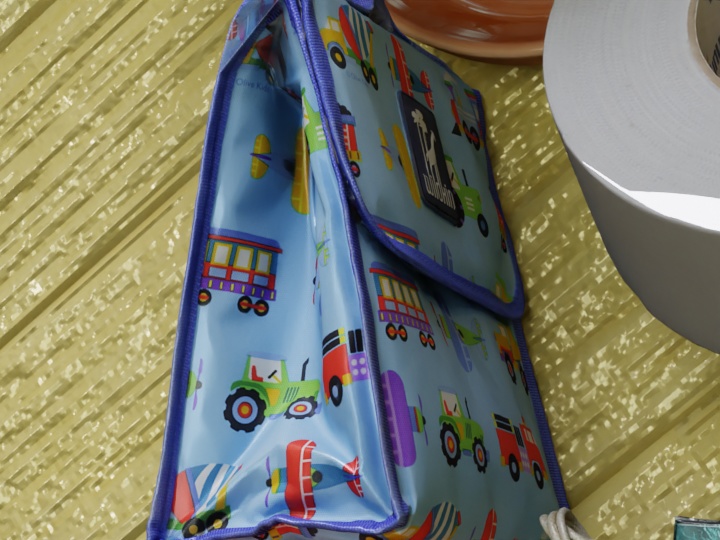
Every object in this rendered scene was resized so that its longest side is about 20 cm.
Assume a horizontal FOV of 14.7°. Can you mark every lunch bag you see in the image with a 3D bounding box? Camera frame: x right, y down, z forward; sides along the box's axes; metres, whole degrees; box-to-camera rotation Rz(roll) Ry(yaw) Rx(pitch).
[{"bbox_3d":[0.000,0.000,0.944,0.094,0.150,0.201,-9,77,25],"label":"lunch bag"}]

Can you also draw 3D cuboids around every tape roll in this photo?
[{"bbox_3d":[0.160,-0.064,0.870,0.199,0.066,0.201,-14,45,14],"label":"tape roll"}]

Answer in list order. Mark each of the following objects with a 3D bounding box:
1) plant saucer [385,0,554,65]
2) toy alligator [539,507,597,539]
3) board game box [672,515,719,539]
[{"bbox_3d":[0.068,-0.171,1.010,0.199,0.032,0.201,-6,77,27],"label":"plant saucer"},{"bbox_3d":[0.133,0.134,0.868,0.054,0.059,0.200,-45,63,13],"label":"toy alligator"},{"bbox_3d":[0.191,0.150,0.885,0.199,0.028,0.136,1,80,28],"label":"board game box"}]
